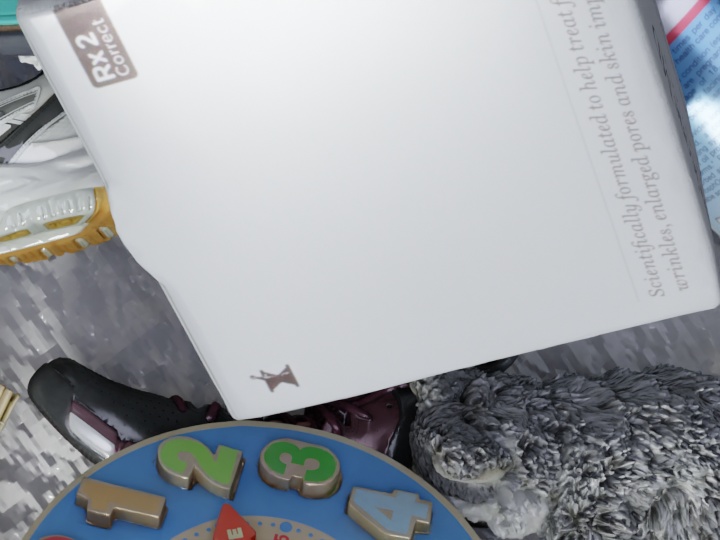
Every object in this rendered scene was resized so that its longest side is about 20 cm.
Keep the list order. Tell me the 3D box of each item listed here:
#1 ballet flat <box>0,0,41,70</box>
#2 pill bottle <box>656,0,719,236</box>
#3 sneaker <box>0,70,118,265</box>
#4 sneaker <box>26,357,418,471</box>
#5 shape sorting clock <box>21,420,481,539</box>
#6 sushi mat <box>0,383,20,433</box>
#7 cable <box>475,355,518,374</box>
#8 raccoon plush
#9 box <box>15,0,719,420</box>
[{"bbox_3d":[-0.172,-0.118,0.761,0.198,0.073,0.074,7,90,30],"label":"ballet flat"},{"bbox_3d":[0.158,-0.089,0.787,0.200,0.109,0.109,42,86,-6],"label":"pill bottle"},{"bbox_3d":[-0.197,-0.039,0.777,0.198,0.076,0.089,-13,77,-9],"label":"sneaker"},{"bbox_3d":[-0.040,0.068,0.792,0.199,0.076,0.116,36,82,-16],"label":"sneaker"},{"bbox_3d":[-0.038,0.135,0.673,0.197,0.039,0.201,1,46,-1],"label":"shape sorting clock"},{"bbox_3d":[-0.223,0.123,0.770,0.095,0.012,0.202,24,85,30],"label":"sushi mat"},{"bbox_3d":[0.000,0.000,0.811,0.197,0.050,0.098,-1,85,4],"label":"cable"},{"bbox_3d":[0.109,0.048,0.766,0.200,0.097,0.134,-47,123,-1],"label":"raccoon plush"},{"bbox_3d":[0.011,-0.074,0.661,0.198,0.131,0.200,-14,128,15],"label":"box"}]
